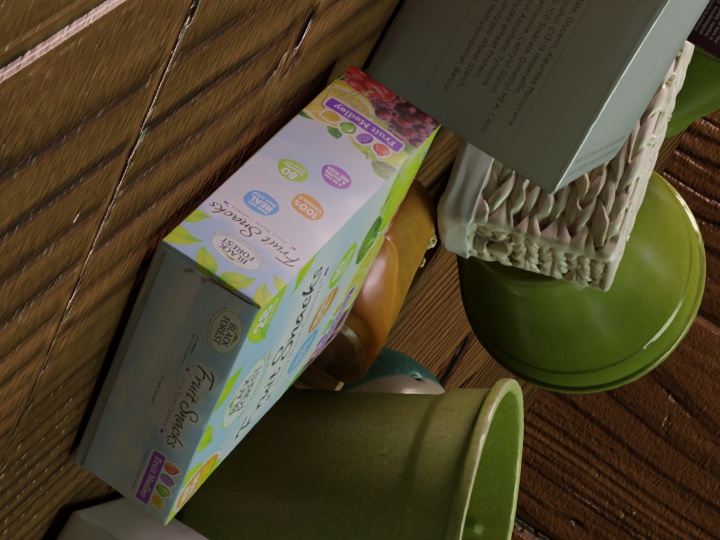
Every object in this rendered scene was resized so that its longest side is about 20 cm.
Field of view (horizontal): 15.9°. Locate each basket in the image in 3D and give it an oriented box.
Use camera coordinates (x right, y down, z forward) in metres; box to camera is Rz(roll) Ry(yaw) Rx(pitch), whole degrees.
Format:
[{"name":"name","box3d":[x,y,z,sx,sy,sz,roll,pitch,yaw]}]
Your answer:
[{"name":"basket","box3d":[0.140,-0.097,1.716,0.136,0.123,0.201,69,39,-80]}]

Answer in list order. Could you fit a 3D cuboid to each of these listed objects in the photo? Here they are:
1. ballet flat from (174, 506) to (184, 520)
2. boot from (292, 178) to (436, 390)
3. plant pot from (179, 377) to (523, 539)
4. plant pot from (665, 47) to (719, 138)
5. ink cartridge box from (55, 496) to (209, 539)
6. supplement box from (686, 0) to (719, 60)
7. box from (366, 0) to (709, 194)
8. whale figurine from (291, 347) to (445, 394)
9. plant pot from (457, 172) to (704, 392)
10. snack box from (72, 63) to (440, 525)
[{"name":"ballet flat","box3d":[-0.137,0.231,1.644,0.201,0.071,0.071,-60,171,13]},{"name":"boot","box3d":[0.001,0.000,1.640,0.144,0.071,0.201,-62,176,-13]},{"name":"plant pot","box3d":[-0.011,0.148,1.578,0.200,0.183,0.201,10,90,-77]},{"name":"plant pot","box3d":[0.241,-0.197,1.914,0.200,0.200,0.193,-51,180,-38]},{"name":"ink cartridge box","box3d":[-0.162,0.233,1.448,0.200,0.086,0.146,-59,172,3]},{"name":"supplement box","box3d":[0.210,-0.204,1.603,0.109,0.200,0.061,-59,171,14]},{"name":"box","box3d":[0.126,-0.169,1.494,0.200,0.130,0.199,-60,170,15]},{"name":"whale figurine","box3d":[-0.020,0.137,1.853,0.159,0.104,0.200,10,127,-42]},{"name":"plant pot","box3d":[0.157,-0.025,1.995,0.201,0.200,0.193,-57,160,-6]},{"name":"snack box","box3d":[-0.053,0.011,1.341,0.200,0.068,0.169,-46,166,-47]}]
